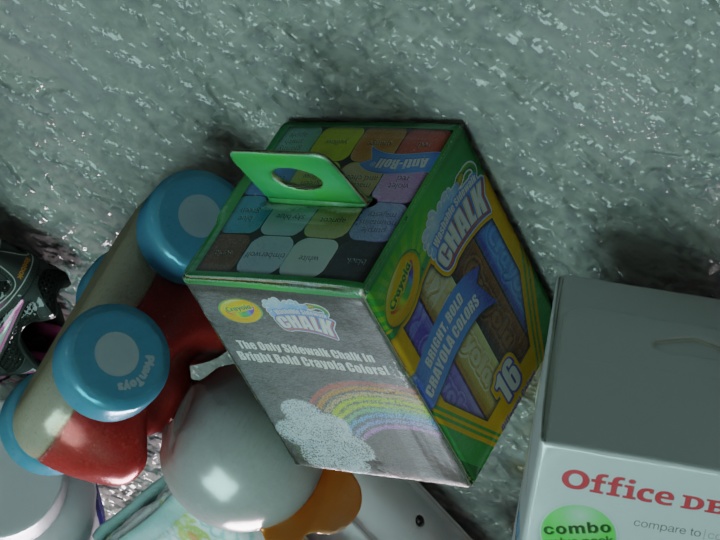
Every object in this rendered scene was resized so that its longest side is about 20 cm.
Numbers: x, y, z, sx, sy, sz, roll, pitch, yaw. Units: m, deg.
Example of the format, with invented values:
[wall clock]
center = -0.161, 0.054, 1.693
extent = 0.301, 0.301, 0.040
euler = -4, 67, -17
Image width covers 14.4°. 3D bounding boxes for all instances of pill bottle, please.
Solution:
[pill bottle]
center = -0.229, 0.154, 1.851
extent = 0.119, 0.120, 0.200
euler = 26, 162, 7

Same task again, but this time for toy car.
[toy car]
center = -0.079, 0.071, 1.617
extent = 0.200, 0.177, 0.184
euler = 33, 156, -8

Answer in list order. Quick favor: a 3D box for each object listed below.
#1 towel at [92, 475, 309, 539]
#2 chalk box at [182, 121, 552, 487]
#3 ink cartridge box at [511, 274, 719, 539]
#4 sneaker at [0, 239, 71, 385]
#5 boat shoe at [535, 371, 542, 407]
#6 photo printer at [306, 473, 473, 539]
[towel]
center = -0.076, 0.199, 1.775
extent = 0.171, 0.048, 0.200
euler = 36, 150, -9
[chalk box]
center = 0.000, 0.000, 1.510
extent = 0.124, 0.124, 0.200
euler = 5, 138, 35
[ink cartridge box]
center = 0.154, 0.131, 1.465
extent = 0.146, 0.146, 0.200
euler = 9, 126, 3
[sneaker]
center = -0.231, 0.047, 1.798
extent = 0.086, 0.081, 0.200
euler = 20, 153, -3
[boat shoe]
center = 0.153, 0.126, 1.599
extent = 0.060, 0.072, 0.201
euler = 11, 140, 34
[photo printer]
center = -0.010, 0.179, 1.799
extent = 0.166, 0.070, 0.200
euler = -13, 127, 47
